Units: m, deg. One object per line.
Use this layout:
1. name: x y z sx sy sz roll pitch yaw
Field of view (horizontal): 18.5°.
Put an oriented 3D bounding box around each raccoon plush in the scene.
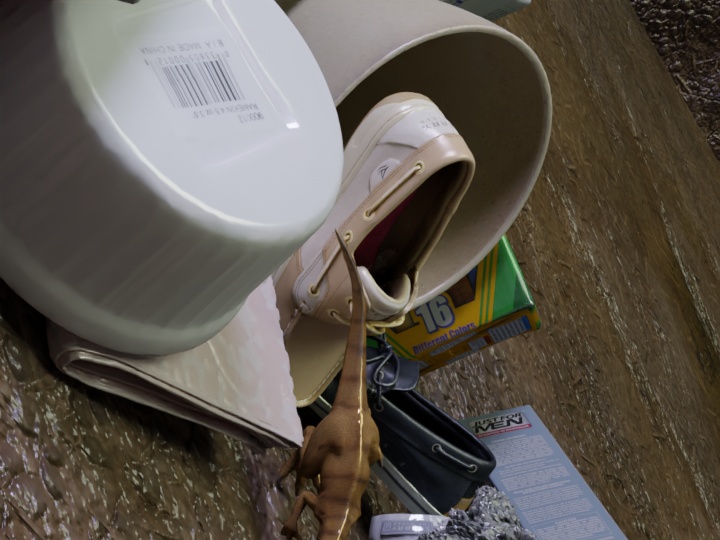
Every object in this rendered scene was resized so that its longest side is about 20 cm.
1. raccoon plush: 0.062 0.163 1.166 0.097 0.134 0.200 47 -18 5

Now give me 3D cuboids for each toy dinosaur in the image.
1. toy dinosaur: -0.007 0.088 1.221 0.106 0.060 0.202 135 -38 -77

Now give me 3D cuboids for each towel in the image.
1. towel: -0.108 -0.013 1.159 0.191 0.032 0.201 32 39 -51

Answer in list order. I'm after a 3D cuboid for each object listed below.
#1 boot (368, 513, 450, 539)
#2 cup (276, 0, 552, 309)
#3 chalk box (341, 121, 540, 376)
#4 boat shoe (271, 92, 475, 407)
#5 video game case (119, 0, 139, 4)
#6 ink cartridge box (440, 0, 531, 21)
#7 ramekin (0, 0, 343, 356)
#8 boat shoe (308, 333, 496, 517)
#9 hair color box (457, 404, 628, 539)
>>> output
1. boot: 0.044 0.205 1.344 0.200 0.073 0.096 36 54 -69
2. cup: -0.005 -0.092 1.336 0.143 0.200 0.200 44 0 38
3. chalk box: 0.026 -0.038 1.468 0.125 0.123 0.201 41 28 -80
4. boat shoe: 0.000 0.000 1.249 0.073 0.201 0.069 7 27 -44
5. video game case: -0.165 -0.195 0.999 0.182 0.198 0.022 -67 174 -54
6. ink cartridge box: 0.013 -0.160 1.501 0.044 0.195 0.200 69 17 7
7. ramekin: -0.102 -0.070 1.069 0.200 0.098 0.202 30 42 -31
8. boat shoe: 0.006 0.070 1.352 0.200 0.062 0.075 47 16 -10
9. hair color box: 0.120 0.181 1.441 0.200 0.060 0.100 -123 -155 -60
